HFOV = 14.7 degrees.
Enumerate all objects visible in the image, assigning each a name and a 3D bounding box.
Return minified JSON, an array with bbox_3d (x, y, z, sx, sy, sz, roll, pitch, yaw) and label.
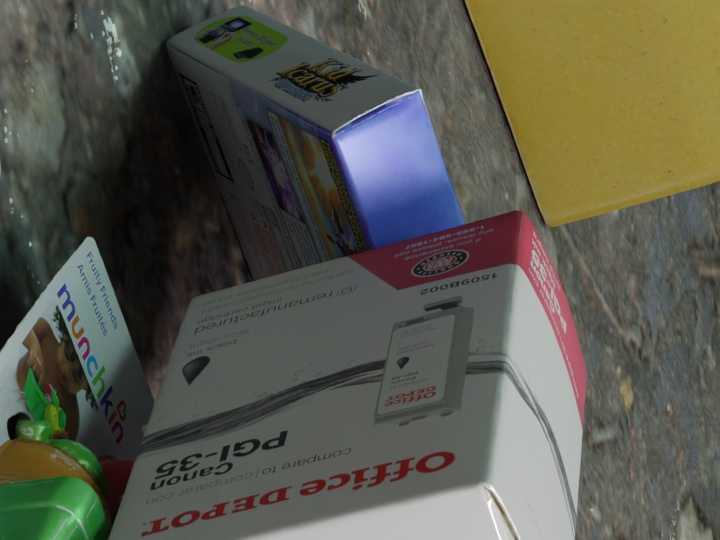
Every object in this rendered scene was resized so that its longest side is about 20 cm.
[{"bbox_3d":[-0.096,0.112,1.021,0.200,0.093,0.186,-53,130,-53],"label":"fruit basket"},{"bbox_3d":[0.190,-0.166,1.578,0.195,0.199,0.196,68,30,-28],"label":"plant pot"},{"bbox_3d":[0.001,0.073,1.008,0.200,0.146,0.083,-77,150,-62],"label":"ink cartridge box"},{"bbox_3d":[0.000,0.000,1.183,0.045,0.181,0.201,-27,115,-15],"label":"video game case"}]
